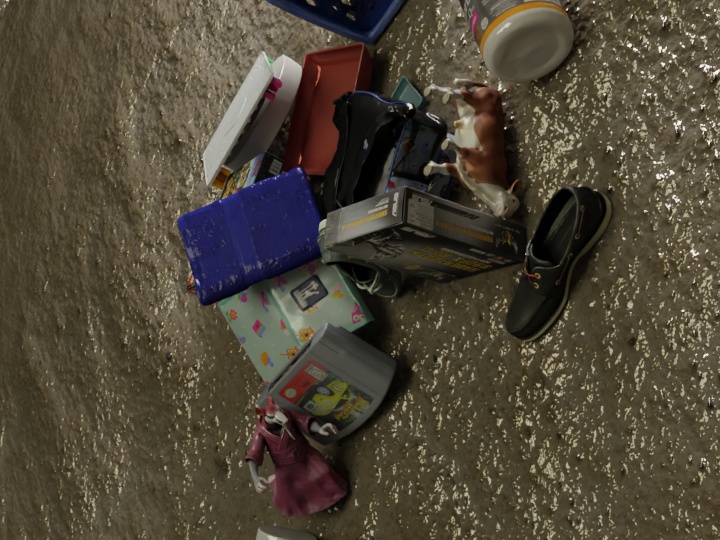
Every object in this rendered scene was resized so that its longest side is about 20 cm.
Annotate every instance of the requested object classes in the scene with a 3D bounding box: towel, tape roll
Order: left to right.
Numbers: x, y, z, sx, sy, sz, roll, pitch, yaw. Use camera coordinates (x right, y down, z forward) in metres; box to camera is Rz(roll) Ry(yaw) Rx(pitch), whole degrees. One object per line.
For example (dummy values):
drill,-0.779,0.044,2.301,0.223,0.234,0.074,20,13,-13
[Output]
towel,-0.145,-0.045,1.670,0.199,0.050,0.148,-23,63,7
tape roll,-0.158,-0.251,1.957,0.203,0.037,0.203,-53,19,27

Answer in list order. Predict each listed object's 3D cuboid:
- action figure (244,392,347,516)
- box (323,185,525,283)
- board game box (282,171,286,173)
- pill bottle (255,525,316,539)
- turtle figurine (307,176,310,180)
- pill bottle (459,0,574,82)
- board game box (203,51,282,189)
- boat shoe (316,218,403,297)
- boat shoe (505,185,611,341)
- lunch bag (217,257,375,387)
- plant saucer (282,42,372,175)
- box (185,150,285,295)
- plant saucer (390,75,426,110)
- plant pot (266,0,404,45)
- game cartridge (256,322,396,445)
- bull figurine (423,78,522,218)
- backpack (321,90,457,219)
action figure,-0.093,0.244,1.678,0.149,0.133,0.201,-120,6,-64
box,0.079,-0.040,1.494,0.158,0.199,0.049,-17,64,50
board game box,-0.186,-0.081,1.923,0.200,0.041,0.200,-61,20,4
pill bottle,-0.121,0.465,1.688,0.113,0.112,0.201,8,87,55
turtle figurine,-0.111,-0.057,1.881,0.161,0.064,0.201,30,113,61
pill bottle,0.184,-0.342,1.517,0.116,0.116,0.201,-46,45,36
board game box,-0.188,-0.239,1.921,0.201,0.026,0.200,-58,17,13
boat shoe,0.000,0.000,1.600,0.072,0.200,0.062,-10,61,22
boat shoe,0.217,-0.009,1.416,0.074,0.063,0.202,50,121,46
lunch bag,-0.085,0.055,1.723,0.200,0.122,0.171,-42,75,38
plant saucer,-0.047,-0.241,1.860,0.200,0.037,0.201,9,87,60
box,-0.185,-0.065,1.786,0.136,0.038,0.201,-22,46,58
plant saucer,0.033,-0.181,1.760,0.201,0.019,0.070,-58,39,24
plant pot,-0.029,-0.487,1.796,0.200,0.199,0.180,-51,37,32
game cartridge,-0.042,0.162,1.659,0.200,0.133,0.041,-48,18,41
bull figurine,0.142,-0.153,1.522,0.065,0.121,0.201,-35,47,45
backpack,0.033,-0.131,1.632,0.200,0.153,0.192,31,99,63
